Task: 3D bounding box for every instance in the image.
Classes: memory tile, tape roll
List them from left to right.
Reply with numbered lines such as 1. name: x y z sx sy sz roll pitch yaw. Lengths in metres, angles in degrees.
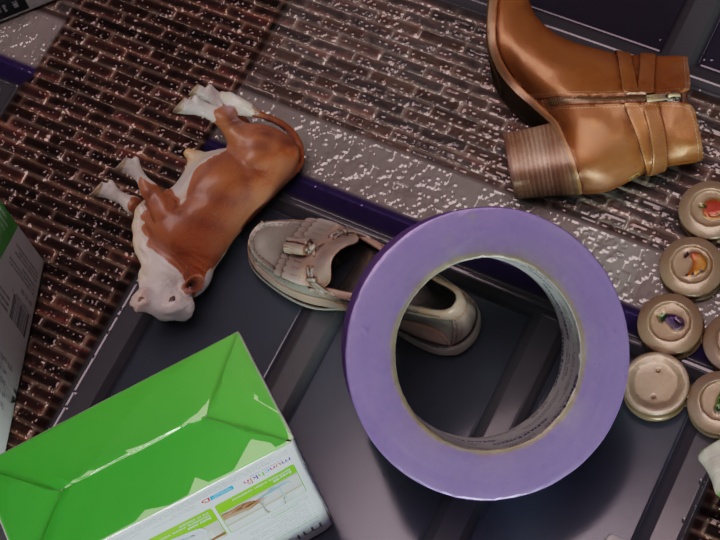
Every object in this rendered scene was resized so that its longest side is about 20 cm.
1. tape roll: 0.085 0.056 1.254 0.197 0.085 0.203 0 90 -3
2. memory tile: 0.287 0.032 1.316 0.152 0.017 0.202 15 69 16

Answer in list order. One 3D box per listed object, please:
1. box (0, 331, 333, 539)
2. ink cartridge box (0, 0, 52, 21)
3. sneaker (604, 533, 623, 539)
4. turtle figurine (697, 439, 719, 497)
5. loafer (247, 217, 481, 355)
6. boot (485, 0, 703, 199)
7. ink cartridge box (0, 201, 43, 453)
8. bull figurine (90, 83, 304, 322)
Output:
1. box: -0.135 0.160 1.237 0.198 0.177 0.097 -27 63 -4
2. ink cartridge box: -0.308 -0.272 1.551 0.198 0.039 0.100 -21 63 1
3. sneaker: 0.182 0.278 1.188 0.079 0.071 0.202 11 66 11
4. turtle figurine: 0.311 0.194 1.168 0.142 0.200 0.196 2 54 -28
5. loafer: 0.000 0.000 1.354 0.198 0.063 0.072 22 71 19
6. boot: 0.180 -0.156 1.395 0.153 0.074 0.202 -11 75 6
7. ink cartridge box: -0.313 0.052 1.336 0.083 0.146 0.202 2 65 10
8. bull figurine: -0.132 -0.055 1.393 0.121 0.065 0.200 45 68 -8
